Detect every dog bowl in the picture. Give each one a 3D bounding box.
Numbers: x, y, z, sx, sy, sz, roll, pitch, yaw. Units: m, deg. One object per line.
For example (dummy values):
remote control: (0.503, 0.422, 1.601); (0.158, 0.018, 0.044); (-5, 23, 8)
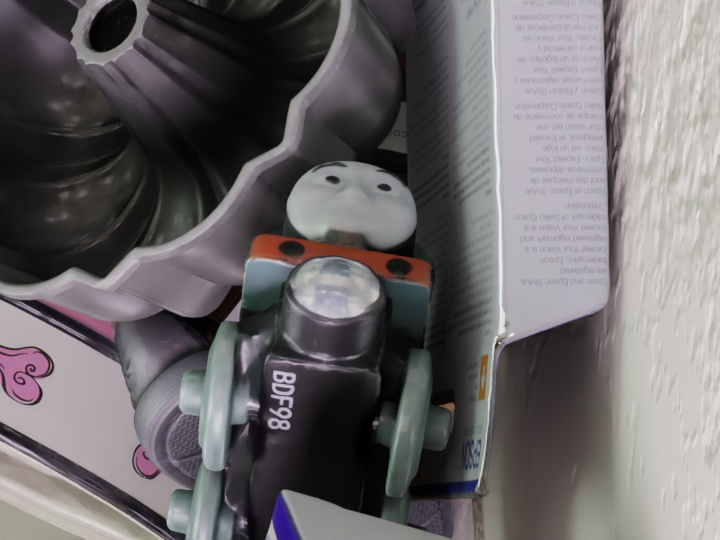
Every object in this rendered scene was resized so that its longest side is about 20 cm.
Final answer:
dog bowl: (-0.135, 0.042, 1.138); (0.074, 0.200, 0.200); (-63, 2, -13)

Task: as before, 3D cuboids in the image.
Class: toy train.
toy train: (-0.015, 0.060, 0.947); (0.114, 0.085, 0.200); (-81, -2, -49)

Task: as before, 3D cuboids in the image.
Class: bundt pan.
bundt pan: (-0.065, -0.069, 1.010); (0.076, 0.202, 0.202); (37, -137, -48)

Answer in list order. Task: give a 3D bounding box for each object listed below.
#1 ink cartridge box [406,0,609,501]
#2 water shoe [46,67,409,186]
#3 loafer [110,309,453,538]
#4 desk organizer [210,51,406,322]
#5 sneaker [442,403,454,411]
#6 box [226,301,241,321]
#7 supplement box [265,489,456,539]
ink cartridge box: (0.044, -0.025, 0.948); (0.200, 0.041, 0.200); (146, 125, -82)
water shoe: (-0.050, -0.037, 1.105); (0.071, 0.200, 0.079); (-29, -59, -65)
loafer: (-0.027, 0.063, 1.084); (0.063, 0.072, 0.200); (56, -173, 36)
desk organizer: (-0.050, -0.059, 1.192); (0.200, 0.077, 0.072); (-51, 15, 21)
sneaker: (0.000, 0.000, 1.170); (0.200, 0.076, 0.088); (-138, 62, -73)
box: (-0.041, 0.017, 1.302); (0.060, 0.116, 0.200); (-148, 61, -64)
supplement box: (-0.001, 0.178, 0.821); (0.103, 0.101, 0.200); (-129, 56, -79)
